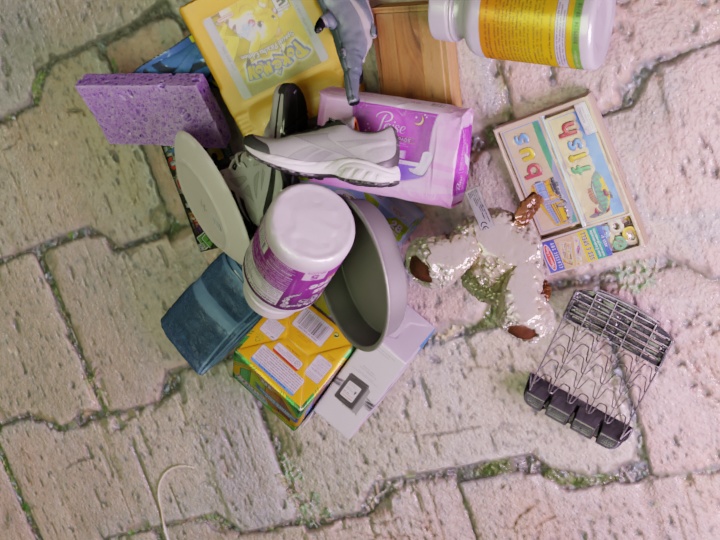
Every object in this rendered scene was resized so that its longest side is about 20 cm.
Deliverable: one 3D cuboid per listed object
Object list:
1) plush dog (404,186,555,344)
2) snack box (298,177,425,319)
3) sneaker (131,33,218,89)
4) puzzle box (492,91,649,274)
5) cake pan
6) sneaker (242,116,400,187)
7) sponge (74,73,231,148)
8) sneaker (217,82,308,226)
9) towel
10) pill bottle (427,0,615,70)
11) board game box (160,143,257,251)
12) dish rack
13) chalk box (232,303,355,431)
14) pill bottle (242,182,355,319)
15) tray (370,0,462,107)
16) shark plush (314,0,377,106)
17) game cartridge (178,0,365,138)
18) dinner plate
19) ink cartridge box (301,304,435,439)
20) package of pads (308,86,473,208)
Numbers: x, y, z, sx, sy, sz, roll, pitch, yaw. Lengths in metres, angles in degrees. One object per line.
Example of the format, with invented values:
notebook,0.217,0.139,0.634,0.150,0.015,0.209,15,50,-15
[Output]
plush dog,0.165,-0.014,1.506,0.199,0.172,0.161,29,83,3
snack box,-0.036,-0.049,1.643,0.168,0.068,0.201,40,120,8
sneaker,-0.238,-0.265,1.655,0.199,0.066,0.079,-23,98,31
puzzle box,0.257,-0.104,1.499,0.132,0.025,0.202,-18,102,32
cake pan,0.000,0.000,1.527,0.200,0.036,0.202,40,137,51
sneaker,-0.045,-0.147,1.467,0.198,0.074,0.080,8,92,13
sponge,-0.282,-0.218,1.667,0.198,0.030,0.112,4,140,25
sneaker,-0.135,-0.150,1.573,0.114,0.076,0.202,15,116,18
towel,-0.208,0.058,1.784,0.112,0.048,0.200,49,123,2
pill bottle,0.183,-0.296,1.405,0.198,0.111,0.112,11,115,22
board game box,-0.217,-0.131,1.728,0.104,0.023,0.202,-13,104,28
dish rack,0.303,0.121,1.553,0.152,0.055,0.201,27,118,13
chalk box,-0.095,0.130,1.689,0.124,0.124,0.200,39,162,7
pill bottle,-0.085,-0.015,1.521,0.112,0.112,0.200,43,150,4
tray,0.073,-0.233,1.532,0.098,0.037,0.202,2,110,26
shark plush,-0.032,-0.294,1.491,0.090,0.083,0.202,-8,81,46
game cartridge,-0.112,-0.283,1.569,0.175,0.032,0.201,-23,105,15
dinner plate,-0.205,-0.092,1.639,0.201,0.024,0.201,51,160,26
ink cartridge box,0.010,0.148,1.673,0.067,0.116,0.201,38,123,6
package of pads,0.037,-0.154,1.507,0.198,0.076,0.122,12,105,19
